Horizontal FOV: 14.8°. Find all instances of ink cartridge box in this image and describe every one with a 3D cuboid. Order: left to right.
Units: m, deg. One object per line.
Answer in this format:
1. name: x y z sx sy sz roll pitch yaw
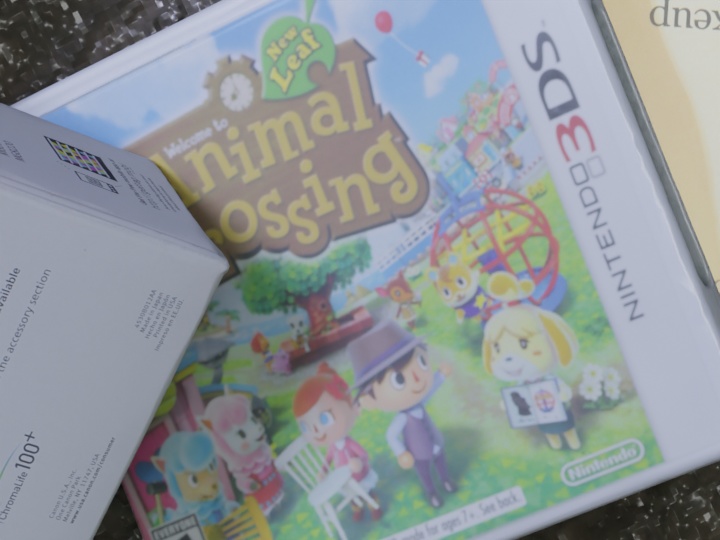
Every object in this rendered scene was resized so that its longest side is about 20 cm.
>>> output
1. ink cartridge box: -0.163 0.041 0.792 0.175 0.084 0.201 21 105 -29

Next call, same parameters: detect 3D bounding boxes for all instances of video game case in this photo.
1. video game case: 0.000 0.000 0.833 0.199 0.022 0.183 -23 85 24

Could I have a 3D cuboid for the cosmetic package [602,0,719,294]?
1. cosmetic package: 0.103 -0.085 0.856 0.104 0.071 0.202 2 91 -1
